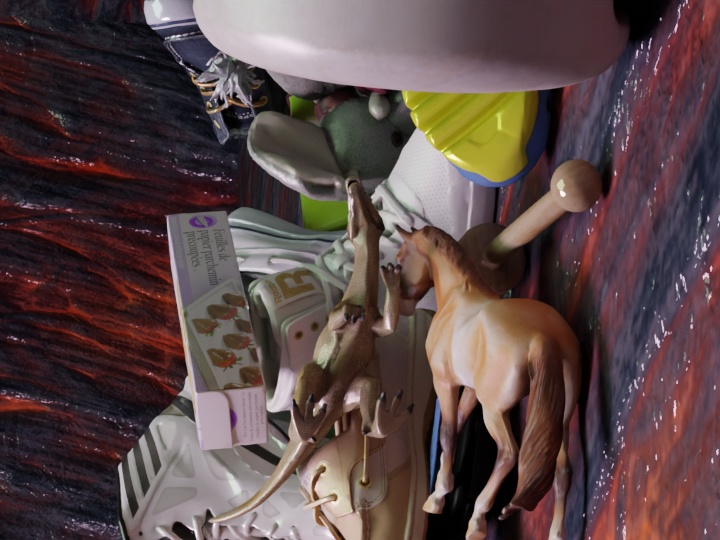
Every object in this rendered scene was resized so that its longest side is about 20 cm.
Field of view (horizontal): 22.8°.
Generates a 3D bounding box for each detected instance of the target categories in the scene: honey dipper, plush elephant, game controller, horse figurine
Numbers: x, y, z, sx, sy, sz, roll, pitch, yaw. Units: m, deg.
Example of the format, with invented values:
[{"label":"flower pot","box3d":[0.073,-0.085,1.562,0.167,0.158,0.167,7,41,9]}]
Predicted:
[{"label":"honey dipper","box3d":[0.077,-0.019,0.850,0.200,0.038,0.038,129,143,-73]},{"label":"plush elephant","box3d":[0.002,-0.117,1.076,0.200,0.155,0.164,-43,-11,33]},{"label":"game controller","box3d":[0.047,0.103,1.003,0.200,0.042,0.106,123,149,-75]},{"label":"horse figurine","box3d":[0.060,0.055,0.824,0.200,0.049,0.134,-155,71,-72]}]

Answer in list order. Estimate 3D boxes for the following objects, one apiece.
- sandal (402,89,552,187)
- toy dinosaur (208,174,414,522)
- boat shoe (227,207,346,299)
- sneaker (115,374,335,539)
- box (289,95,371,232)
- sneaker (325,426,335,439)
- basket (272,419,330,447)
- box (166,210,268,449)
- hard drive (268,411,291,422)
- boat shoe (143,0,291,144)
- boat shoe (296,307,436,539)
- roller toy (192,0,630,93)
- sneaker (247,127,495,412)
[{"label":"sandal","box3d":[0.060,-0.125,0.919,0.087,0.079,0.202,40,-148,-51]},{"label":"toy dinosaur","box3d":[-0.013,0.058,0.902,0.101,0.058,0.202,-129,59,-74]},{"label":"boat shoe","box3d":[-0.029,0.015,1.146,0.199,0.067,0.074,12,141,44]},{"label":"sneaker","box3d":[-0.063,0.151,1.026,0.200,0.115,0.076,31,160,35]},{"label":"box","box3d":[-0.006,-0.047,1.288,0.201,0.047,0.123,-98,-14,-53]},{"label":"sneaker","box3d":[-0.004,0.109,1.240,0.074,0.083,0.202,-99,13,-56]},{"label":"basket","box3d":[-0.036,0.217,1.145,0.135,0.122,0.202,-30,-53,-60]},{"label":"box","box3d":[-0.084,0.030,1.031,0.201,0.038,0.042,-108,15,-58]},{"label":"hard drive","box3d":[-0.074,0.116,1.199,0.200,0.026,0.133,-53,-34,-47]},{"label":"boat shoe","box3d":[-0.086,-0.135,1.205,0.200,0.070,0.092,-4,-90,-74]},{"label":"boat shoe","box3d":[0.000,0.108,0.942,0.074,0.068,0.202,108,170,-55]},{"label":"roller toy","box3d":[0.026,-0.155,0.716,0.182,0.199,0.141,21,113,45]},{"label":"sneaker","box3d":[0.000,0.000,1.013,0.074,0.115,0.202,47,130,45]}]
